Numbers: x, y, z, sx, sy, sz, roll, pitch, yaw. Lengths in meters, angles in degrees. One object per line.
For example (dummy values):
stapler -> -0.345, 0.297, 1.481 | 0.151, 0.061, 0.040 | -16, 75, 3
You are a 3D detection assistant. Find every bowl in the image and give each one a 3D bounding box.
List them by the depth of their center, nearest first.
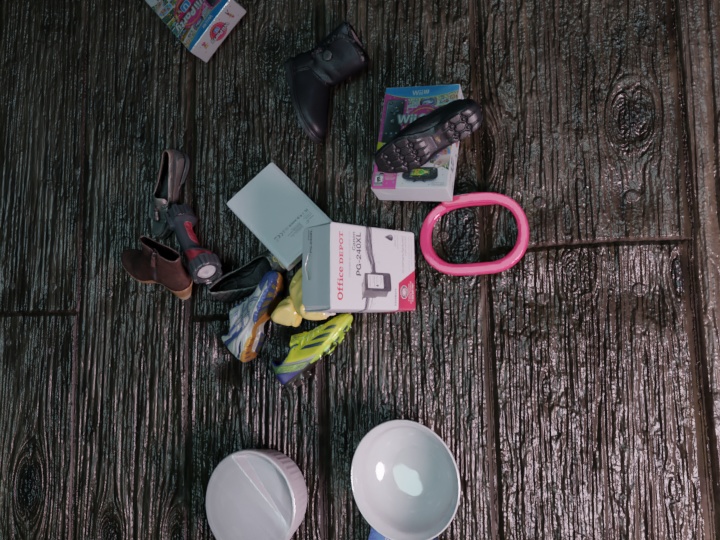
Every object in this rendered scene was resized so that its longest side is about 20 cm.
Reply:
bowl -> 0.087, 0.362, 1.012 | 0.197, 0.090, 0.205 | -2, 85, 21

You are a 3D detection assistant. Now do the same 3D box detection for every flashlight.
flashlight -> -0.355, -0.063, 1.222 | 0.068, 0.068, 0.201 | -35, 55, 6

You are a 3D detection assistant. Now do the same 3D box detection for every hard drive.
hard drive -> -0.164, -0.113, 1.169 | 0.132, 0.027, 0.200 | -43, 71, -8

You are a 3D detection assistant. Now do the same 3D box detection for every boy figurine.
boy figurine -> -0.090, 0.047, 1.116 | 0.200, 0.064, 0.125 | -42, 59, 16

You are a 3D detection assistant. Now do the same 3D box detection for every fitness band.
fitness band -> 0.203, -0.065, 1.037 | 0.196, 0.037, 0.147 | -4, 86, 22

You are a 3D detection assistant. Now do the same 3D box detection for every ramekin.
ramekin -> -0.193, 0.444, 1.114 | 0.199, 0.094, 0.207 | -2, 84, 22

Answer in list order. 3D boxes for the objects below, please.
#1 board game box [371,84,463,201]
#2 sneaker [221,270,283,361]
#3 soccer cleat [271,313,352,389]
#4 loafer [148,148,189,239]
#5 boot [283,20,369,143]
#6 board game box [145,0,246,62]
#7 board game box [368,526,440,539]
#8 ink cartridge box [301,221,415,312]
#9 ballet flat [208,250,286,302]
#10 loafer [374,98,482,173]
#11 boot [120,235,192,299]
board game box -> 0.107, -0.234, 1.056 | 0.145, 0.064, 0.204 | 3, 75, 21
sneaker -> -0.227, 0.082, 1.166 | 0.087, 0.075, 0.203 | 30, 101, 24
soccer cleat -> -0.098, 0.144, 1.119 | 0.200, 0.065, 0.084 | -46, 74, 13
loafer -> -0.443, -0.174, 1.286 | 0.071, 0.063, 0.204 | 15, 91, 22
boot -> -0.059, -0.379, 1.144 | 0.166, 0.076, 0.203 | -23, 71, 22
board game box -> -0.372, -0.597, 1.289 | 0.148, 0.064, 0.200 | -46, 72, 12
board game box -> 0.093, 0.572, 1.016 | 0.196, 0.043, 0.204 | 13, 90, 23
ink cartridge box -> 0.000, 0.000, 1.016 | 0.083, 0.198, 0.148 | -6, 83, 50
ballet flat -> -0.227, 0.012, 1.186 | 0.198, 0.057, 0.067 | -30, 76, 16
loafer -> 0.115, -0.232, 0.989 | 0.198, 0.071, 0.068 | -26, 121, 18
boot -> -0.444, -0.029, 1.219 | 0.198, 0.167, 0.073 | 28, 59, 13
